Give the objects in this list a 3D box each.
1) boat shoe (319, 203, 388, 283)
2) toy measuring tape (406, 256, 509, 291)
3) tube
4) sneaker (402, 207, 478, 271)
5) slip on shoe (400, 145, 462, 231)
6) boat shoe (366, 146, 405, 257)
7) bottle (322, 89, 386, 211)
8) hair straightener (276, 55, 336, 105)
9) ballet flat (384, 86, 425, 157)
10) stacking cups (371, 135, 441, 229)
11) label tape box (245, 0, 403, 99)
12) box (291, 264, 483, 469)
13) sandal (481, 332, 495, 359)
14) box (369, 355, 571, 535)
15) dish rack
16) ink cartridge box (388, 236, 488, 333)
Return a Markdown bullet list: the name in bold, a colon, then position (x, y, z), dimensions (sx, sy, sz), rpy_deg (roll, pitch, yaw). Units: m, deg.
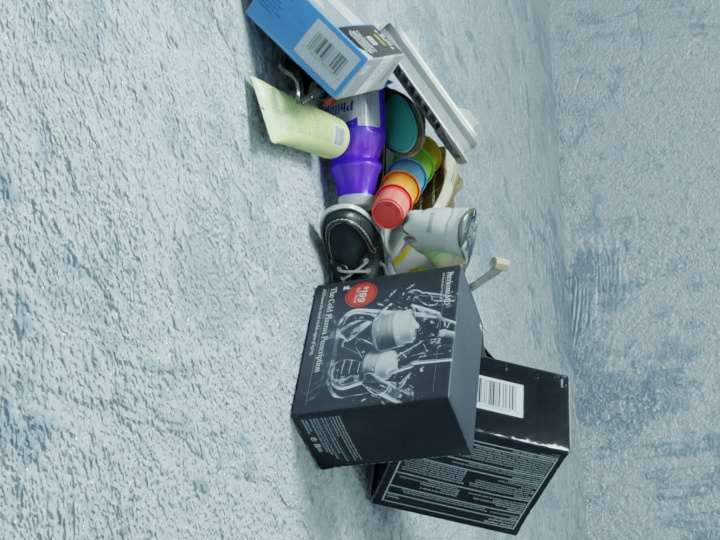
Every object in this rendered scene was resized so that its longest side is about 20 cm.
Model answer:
- **boat shoe**: position (0.000, 0.000, 1.581), dimensions (0.201, 0.075, 0.061), rpy_deg (62, 21, -48)
- **toy measuring tape**: position (0.099, 0.013, 1.560), dimensions (0.073, 0.200, 0.074), rpy_deg (23, 49, -29)
- **tube**: position (-0.071, -0.166, 1.473), dimensions (0.052, 0.058, 0.200), rpy_deg (-63, 161, 7)
- **sneaker**: position (0.098, -0.043, 1.592), dimensions (0.200, 0.086, 0.075), rpy_deg (69, 34, -75)
- **slip on shoe**: position (0.099, -0.093, 1.719), dimensions (0.061, 0.076, 0.200), rpy_deg (55, 23, -21)
- **boat shoe**: position (0.026, -0.100, 1.726), dimensions (0.071, 0.063, 0.201), rpy_deg (59, 30, -48)
- **bottle**: position (-0.008, -0.175, 1.614), dimensions (0.065, 0.083, 0.202), rpy_deg (5, 80, -39)
- **hair straightener**: position (-0.066, -0.212, 1.487), dimensions (0.200, 0.076, 0.041), rpy_deg (-67, -178, -75)
- **ballet flat**: position (0.044, -0.200, 1.662), dimensions (0.067, 0.068, 0.200), rpy_deg (17, 24, -40)
- **stacking cups**: position (0.052, -0.105, 1.622), dimensions (0.200, 0.060, 0.061), rpy_deg (-61, 140, -58)
- **label tape box**: position (-0.028, -0.272, 1.485), dimensions (0.143, 0.066, 0.200), rpy_deg (44, 23, 6)
- **box**: position (0.035, 0.108, 1.468), dimensions (0.201, 0.180, 0.105), rpy_deg (-81, 156, -44)
- **sandal**: position (0.144, 0.109, 1.651), dimensions (0.082, 0.054, 0.201), rpy_deg (45, -23, 35)
- **box**: position (0.132, 0.209, 1.601), dimensions (0.199, 0.198, 0.124), rpy_deg (111, -9, -46)
- **dish rack**: position (0.085, -0.225, 1.622), dimensions (0.201, 0.043, 0.172), rpy_deg (53, 4, -3)
- **ink cartridge box**: position (0.091, 0.004, 1.753), dimensions (0.117, 0.067, 0.201), rpy_deg (45, 16, -55)
